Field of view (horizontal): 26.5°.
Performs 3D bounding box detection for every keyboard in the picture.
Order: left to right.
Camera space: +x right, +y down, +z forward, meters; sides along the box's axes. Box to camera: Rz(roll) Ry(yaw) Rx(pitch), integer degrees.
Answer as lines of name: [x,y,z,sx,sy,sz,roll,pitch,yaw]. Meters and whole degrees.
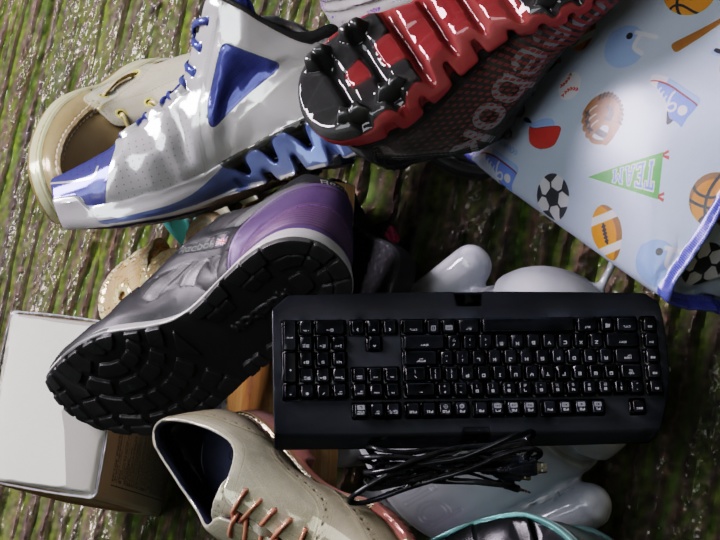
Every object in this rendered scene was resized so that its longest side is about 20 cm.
keyboard: [0.056,0.058,0.743,0.197,0.040,0.105,-1,75,-4]

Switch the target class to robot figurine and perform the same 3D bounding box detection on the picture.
robot figurine: [0.074,0.074,0.840,0.199,0.113,0.171,-35,73,24]

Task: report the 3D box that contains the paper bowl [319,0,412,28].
paper bowl: [0.070,-0.192,0.896,0.199,0.105,0.201,-28,17,9]

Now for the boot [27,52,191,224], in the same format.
boot: [-0.114,-0.100,1.001,0.153,0.200,0.073,-8,114,26]

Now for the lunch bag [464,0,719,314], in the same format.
lunch bag: [0.181,-0.100,0.801,0.170,0.123,0.201,38,108,39]

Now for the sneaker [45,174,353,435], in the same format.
sneaker: [-0.082,0.019,0.832,0.199,0.076,0.088,-27,30,23]

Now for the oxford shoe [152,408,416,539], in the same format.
oxford shoe: [-0.037,0.133,0.756,0.199,0.073,0.071,32,103,45]

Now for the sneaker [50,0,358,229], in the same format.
sneaker: [-0.086,-0.097,0.887,0.197,0.081,0.116,-17,89,10]

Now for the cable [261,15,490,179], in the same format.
cable: [-0.004,-0.102,0.949,0.197,0.050,0.098,5,71,-6]

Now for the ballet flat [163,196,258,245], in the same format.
ballet flat: [-0.089,-0.024,1.012,0.070,0.069,0.200,-50,39,14]

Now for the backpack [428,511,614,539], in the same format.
backpack: [0.090,0.224,0.755,0.175,0.153,0.201,-36,68,24]

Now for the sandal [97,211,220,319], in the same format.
sandal: [-0.129,0.024,0.948,0.212,0.069,0.078,140,117,-70]

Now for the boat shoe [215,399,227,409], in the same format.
boat shoe: [-0.053,0.079,0.968,0.199,0.062,0.076,-19,65,31]

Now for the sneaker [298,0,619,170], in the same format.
sneaker: [0.067,-0.117,0.786,0.199,0.098,0.071,-32,57,8]

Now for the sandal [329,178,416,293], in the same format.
sandal: [0.000,0.000,0.919,0.076,0.045,0.200,-64,23,10]

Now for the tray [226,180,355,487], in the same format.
tray: [-0.045,0.055,0.881,0.098,0.037,0.202,-17,67,63]

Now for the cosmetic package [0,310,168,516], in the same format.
cosmetic package: [-0.169,0.095,0.961,0.070,0.200,0.106,7,77,5]
